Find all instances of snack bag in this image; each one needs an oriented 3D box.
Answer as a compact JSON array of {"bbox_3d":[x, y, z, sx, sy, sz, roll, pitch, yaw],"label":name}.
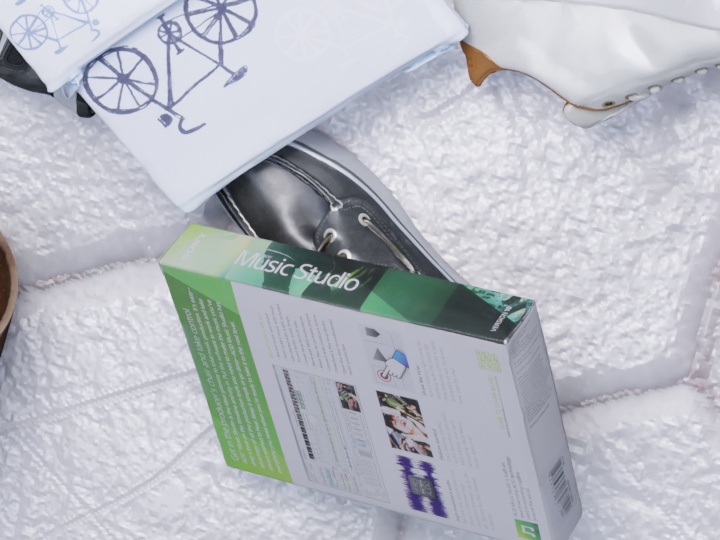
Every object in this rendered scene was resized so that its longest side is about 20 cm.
[{"bbox_3d":[-0.078,-0.135,1.286,0.188,0.021,0.200,-31,111,22],"label":"snack bag"}]

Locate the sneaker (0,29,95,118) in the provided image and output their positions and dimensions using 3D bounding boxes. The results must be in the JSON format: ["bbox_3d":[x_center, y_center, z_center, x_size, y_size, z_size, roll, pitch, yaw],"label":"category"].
[{"bbox_3d":[-0.155,-0.175,1.328,0.090,0.067,0.201,14,116,6],"label":"sneaker"}]

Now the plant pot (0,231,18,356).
[{"bbox_3d":[-0.277,0.076,1.415,0.186,0.187,0.200,17,129,7],"label":"plant pot"}]

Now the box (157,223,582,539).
[{"bbox_3d":[0.005,0.057,1.340,0.199,0.036,0.145,12,136,29],"label":"box"}]

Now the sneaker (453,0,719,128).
[{"bbox_3d":[0.141,-0.108,1.282,0.199,0.073,0.085,9,116,23],"label":"sneaker"}]

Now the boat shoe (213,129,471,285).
[{"bbox_3d":[0.000,0.000,1.363,0.200,0.057,0.069,41,115,-4],"label":"boat shoe"}]
